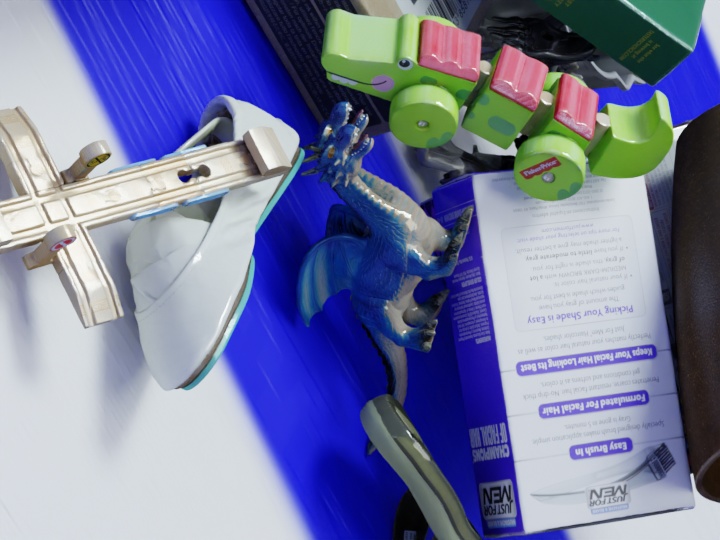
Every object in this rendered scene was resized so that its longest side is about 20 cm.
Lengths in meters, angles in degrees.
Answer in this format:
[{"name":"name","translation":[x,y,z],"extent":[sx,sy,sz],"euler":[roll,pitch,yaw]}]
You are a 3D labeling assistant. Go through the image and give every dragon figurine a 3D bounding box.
[{"name":"dragon figurine","translation":[0.000,0.000,1.408],"extent":[0.059,0.099,0.200],"euler":[-68,174,-53]}]

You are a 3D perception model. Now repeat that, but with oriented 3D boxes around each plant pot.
[{"name":"plant pot","translation":[0.249,0.004,1.450],"extent":[0.187,0.187,0.200],"euler":[19,49,-54]}]

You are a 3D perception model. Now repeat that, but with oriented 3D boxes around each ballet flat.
[{"name":"ballet flat","translation":[-0.084,-0.019,1.302],"extent":[0.070,0.069,0.200],"euler":[57,32,-28]}]

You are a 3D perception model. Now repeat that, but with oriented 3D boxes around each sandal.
[{"name":"sandal","translation":[0.040,0.156,1.428],"extent":[0.201,0.057,0.080],"euler":[60,-5,-25]}]

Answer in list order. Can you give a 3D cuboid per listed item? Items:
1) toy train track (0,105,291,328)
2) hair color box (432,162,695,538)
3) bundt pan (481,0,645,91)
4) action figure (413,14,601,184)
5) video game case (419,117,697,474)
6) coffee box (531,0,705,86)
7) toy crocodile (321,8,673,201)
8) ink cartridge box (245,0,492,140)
[{"name":"toy train track","translation":[-0.107,-0.042,1.230],"extent":[0.200,0.033,0.115],"euler":[-18,75,-42]},{"name":"hair color box","translation":[0.113,0.043,1.442],"extent":[0.109,0.065,0.201],"euler":[-6,83,-23]},{"name":"bundt pan","translation":[0.125,-0.207,1.688],"extent":[0.202,0.076,0.202],"euler":[29,54,-50]},{"name":"action figure","translation":[0.097,-0.099,1.567],"extent":[0.200,0.102,0.119],"euler":[100,14,-53]},{"name":"video game case","translation":[0.147,0.029,1.510],"extent":[0.181,0.036,0.200],"euler":[-18,90,-21]},{"name":"coffee box","translation":[0.113,-0.205,1.478],"extent":[0.200,0.044,0.123],"euler":[32,44,-15]},{"name":"toy crocodile","translation":[0.073,-0.096,1.393],"extent":[0.200,0.062,0.068],"euler":[21,47,-11]},{"name":"ink cartridge box","translation":[0.006,-0.198,1.495],"extent":[0.165,0.075,0.200],"euler":[59,36,-28]}]
